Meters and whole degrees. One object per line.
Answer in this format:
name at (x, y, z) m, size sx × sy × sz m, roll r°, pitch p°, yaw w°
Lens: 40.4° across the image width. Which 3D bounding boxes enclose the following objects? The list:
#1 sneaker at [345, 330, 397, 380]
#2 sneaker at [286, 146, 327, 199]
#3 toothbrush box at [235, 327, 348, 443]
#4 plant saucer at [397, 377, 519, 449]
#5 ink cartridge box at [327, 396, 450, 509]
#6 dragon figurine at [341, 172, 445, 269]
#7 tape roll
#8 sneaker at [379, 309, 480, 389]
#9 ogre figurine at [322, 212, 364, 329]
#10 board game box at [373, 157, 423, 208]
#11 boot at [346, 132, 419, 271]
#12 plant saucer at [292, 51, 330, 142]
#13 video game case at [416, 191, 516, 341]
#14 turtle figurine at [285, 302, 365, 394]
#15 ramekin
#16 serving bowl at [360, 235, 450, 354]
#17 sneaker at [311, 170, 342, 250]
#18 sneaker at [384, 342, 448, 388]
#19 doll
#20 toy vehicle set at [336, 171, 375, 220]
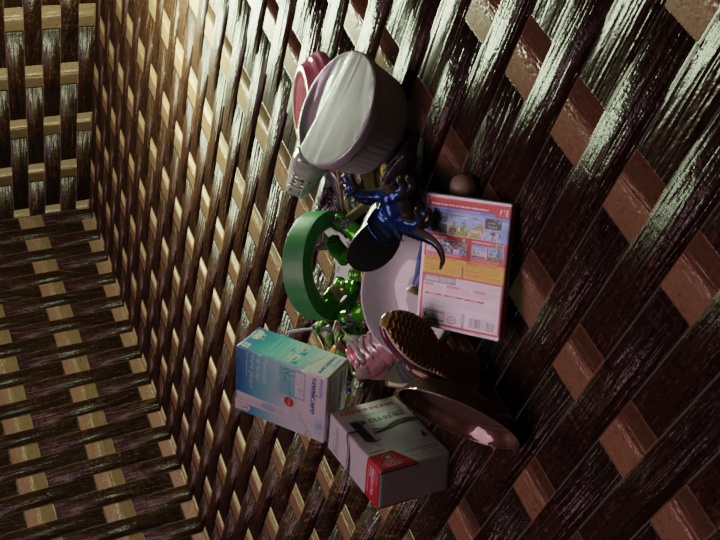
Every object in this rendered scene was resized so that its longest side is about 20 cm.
sneaker at (0.033, 0.132, 1.744) m, size 0.201 × 0.104 × 0.076 m, roll 110°, pitch 151°, yaw -48°
sneaker at (-0.106, -0.180, 1.873) m, size 0.080 × 0.070 × 0.200 m, roll -60°, pitch -2°, yaw -6°
toothbrush box at (-0.130, 0.213, 1.834) m, size 0.199 × 0.085 × 0.147 m, roll 18°, pitch 120°, yaw 21°
plant saucer at (0.153, 0.213, 1.486) m, size 0.200 × 0.200 × 0.035 m, roll -18°, pitch 44°, yaw 65°
ink cartridge box at (0.047, 0.320, 1.751) m, size 0.200 × 0.144 × 0.084 m, roll 40°, pitch 133°, yaw 53°
dragon figurine at (0.051, -0.073, 1.441) m, size 0.099 × 0.059 × 0.200 m, roll -36°, pitch 82°, yaw 30°
tape roll at (-0.066, -0.009, 1.793) m, size 0.048 × 0.200 × 0.201 m, roll 1°, pitch 103°, yaw 33°
sneaker at (0.088, 0.128, 1.487) m, size 0.090 × 0.200 × 0.075 m, roll -13°, pitch 47°, yaw 51°
ogre figurine at (0.000, 0.000, 1.738) m, size 0.119 × 0.098 × 0.201 m, roll -1°, pitch 74°, yaw 39°
board game box at (0.054, -0.130, 1.695) m, size 0.200 × 0.023 × 0.105 m, roll 60°, pitch 147°, yaw 34°
boot at (0.046, -0.109, 1.573) m, size 0.200 × 0.069 × 0.174 m, roll -57°, pitch 12°, yaw 26°
plant saucer at (-0.090, -0.310, 1.843) m, size 0.200 × 0.051 × 0.202 m, roll 176°, pitch 90°, yaw -75°
video game case at (0.153, -0.007, 1.433) m, size 0.142 × 0.017 × 0.201 m, roll 11°, pitch 103°, yaw 33°
turtle figurine at (-0.076, 0.149, 1.914) m, size 0.200 × 0.144 × 0.194 m, roll 37°, pitch 125°, yaw 13°
ramekin at (-0.008, -0.252, 1.615) m, size 0.202 × 0.094 × 0.203 m, roll -23°, pitch 58°, yaw 44°
serving bowl at (0.092, 0.039, 1.600) m, size 0.200 × 0.066 × 0.201 m, roll 2°, pitch 93°, yaw 45°
sneaker at (-0.061, -0.113, 1.880) m, size 0.081 × 0.074 × 0.201 m, roll 56°, pitch 146°, yaw 40°
sneaker at (0.102, 0.158, 1.672) m, size 0.200 × 0.067 × 0.090 m, roll 177°, pitch 91°, yaw -65°
doll at (0.125, -0.052, 1.488) m, size 0.136 × 0.048 × 0.201 m, roll 33°, pitch 113°, yaw 38°
toy vehicle set at (-0.014, -0.201, 1.757) m, size 0.124 × 0.026 × 0.201 m, roll 147°, pitch 118°, yaw -68°
